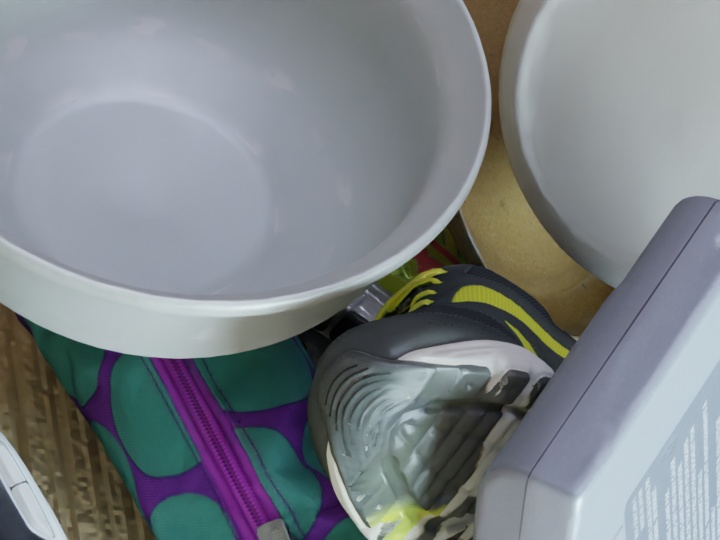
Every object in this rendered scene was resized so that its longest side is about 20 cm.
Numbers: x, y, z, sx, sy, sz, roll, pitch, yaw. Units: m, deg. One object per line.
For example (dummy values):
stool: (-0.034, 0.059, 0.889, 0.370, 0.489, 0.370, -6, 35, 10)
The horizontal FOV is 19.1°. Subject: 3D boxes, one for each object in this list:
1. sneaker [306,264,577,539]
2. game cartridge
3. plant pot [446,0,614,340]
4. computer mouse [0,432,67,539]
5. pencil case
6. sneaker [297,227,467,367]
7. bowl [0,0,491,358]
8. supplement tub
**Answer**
sneaker: (0.026, 0.038, 0.680, 0.085, 0.075, 0.200, 46, 11, 24)
game cartridge: (0.083, 0.087, 0.672, 0.040, 0.200, 0.133, 19, 55, 24)
plant pot: (0.074, -0.073, 0.813, 0.027, 0.201, 0.200, -1, 26, 37)
computer mouse: (-0.132, 0.066, 0.677, 0.044, 0.110, 0.200, -11, 64, -39)
pencil case: (-0.043, 0.060, 0.722, 0.085, 0.092, 0.200, -33, 61, -3)
sneaker: (0.000, 0.000, 0.819, 0.200, 0.078, 0.090, 47, 45, 5)
bowl: (-0.065, -0.044, 0.682, 0.200, 0.090, 0.202, 9, 50, -11)
supplement tub: (0.155, -0.072, 0.783, 0.140, 0.141, 0.200, 45, 33, 19)
